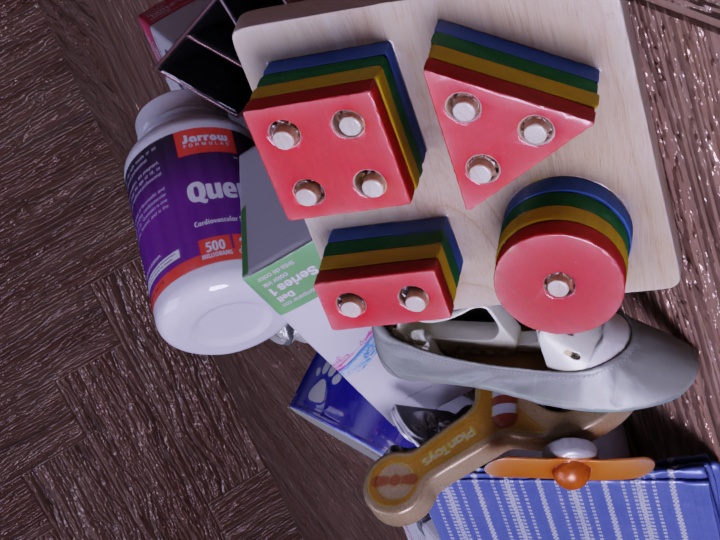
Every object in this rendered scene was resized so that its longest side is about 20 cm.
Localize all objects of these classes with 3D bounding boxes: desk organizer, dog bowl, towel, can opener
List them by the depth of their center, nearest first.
[{"bbox_3d":[0.148,0.173,0.997,0.024,0.199,0.145,-70,-32,-43],"label":"towel"},{"bbox_3d":[-0.073,-0.175,1.102,0.072,0.077,0.200,58,147,1],"label":"desk organizer"},{"bbox_3d":[0.084,0.139,1.144,0.200,0.067,0.053,15,-152,-50],"label":"can opener"},{"bbox_3d":[0.040,0.134,1.315,0.200,0.079,0.200,29,173,4],"label":"dog bowl"}]

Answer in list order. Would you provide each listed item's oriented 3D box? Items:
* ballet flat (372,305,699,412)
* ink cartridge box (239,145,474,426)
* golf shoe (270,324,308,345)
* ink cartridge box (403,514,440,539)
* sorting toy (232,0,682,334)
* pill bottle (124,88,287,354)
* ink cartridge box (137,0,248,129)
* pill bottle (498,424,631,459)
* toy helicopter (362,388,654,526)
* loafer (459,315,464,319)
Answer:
[{"bbox_3d":[0.097,0.041,0.883,0.199,0.068,0.064,4,139,24],"label":"ballet flat"},{"bbox_3d":[0.000,0.000,1.125,0.200,0.084,0.145,47,-156,-36],"label":"ink cartridge box"},{"bbox_3d":[-0.046,-0.035,1.248,0.078,0.097,0.201,-25,68,50],"label":"golf shoe"},{"bbox_3d":[0.120,0.296,1.562,0.200,0.084,0.145,43,160,53],"label":"ink cartridge box"},{"bbox_3d":[0.051,-0.046,0.774,0.070,0.198,0.200,-73,-31,-48],"label":"sorting toy"},{"bbox_3d":[-0.122,-0.042,1.174,0.113,0.112,0.201,81,173,-60],"label":"pill bottle"},{"bbox_3d":[-0.128,-0.181,1.463,0.200,0.084,0.145,42,159,56],"label":"ink cartridge box"},{"bbox_3d":[0.154,0.192,1.106,0.114,0.114,0.200,47,161,48],"label":"pill bottle"},{"bbox_3d":[0.094,0.103,0.940,0.132,0.200,0.079,57,-178,37],"label":"toy helicopter"},{"bbox_3d":[0.045,-0.021,1.027,0.073,0.071,0.200,44,-160,-30],"label":"loafer"}]
